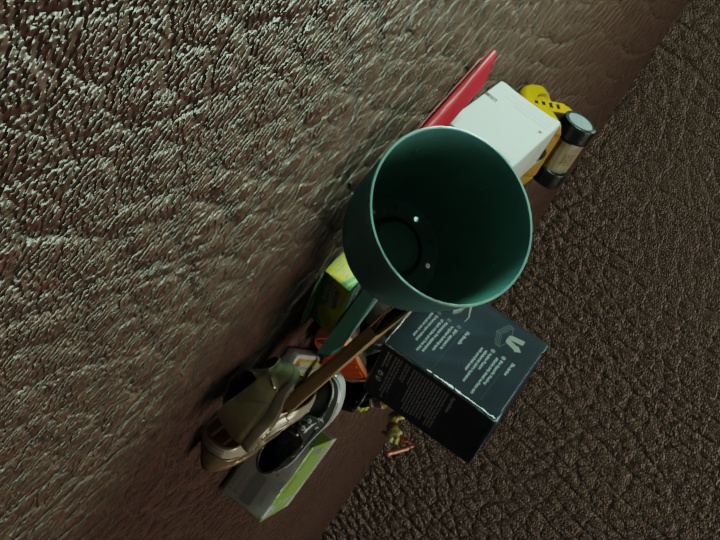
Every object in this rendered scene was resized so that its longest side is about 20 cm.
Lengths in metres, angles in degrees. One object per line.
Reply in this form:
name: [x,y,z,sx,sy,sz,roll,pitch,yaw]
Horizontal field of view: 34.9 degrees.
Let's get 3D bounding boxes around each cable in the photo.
cable: [0.005,0.164,1.830,0.162,0.051,0.199,-30,-164,-27]

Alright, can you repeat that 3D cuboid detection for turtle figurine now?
turtle figurine: [0.064,0.210,1.813,0.200,0.161,0.065,-42,121,-30]

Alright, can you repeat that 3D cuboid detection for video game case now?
video game case: [-0.127,0.191,1.652,0.183,0.023,0.200,-54,169,1]

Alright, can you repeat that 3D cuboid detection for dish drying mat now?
dish drying mat: [0.102,-0.193,1.427,0.200,0.018,0.077,-50,170,-24]

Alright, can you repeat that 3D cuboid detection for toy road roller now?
toy road roller: [0.256,-0.223,1.807,0.199,0.147,0.123,4,133,-32]

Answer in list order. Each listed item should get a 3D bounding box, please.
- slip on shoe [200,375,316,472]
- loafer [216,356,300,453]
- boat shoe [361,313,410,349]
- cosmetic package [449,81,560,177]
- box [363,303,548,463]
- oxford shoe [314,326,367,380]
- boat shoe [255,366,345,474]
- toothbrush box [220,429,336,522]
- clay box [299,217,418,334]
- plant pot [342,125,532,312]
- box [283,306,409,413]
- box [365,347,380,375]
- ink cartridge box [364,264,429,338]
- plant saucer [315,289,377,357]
slip on shoe: [-0.134,0.198,1.490,0.200,0.076,0.061,-36,155,-50]
loafer: [-0.126,0.148,1.401,0.076,0.068,0.200,-47,-172,15]
boat shoe: [0.061,0.033,1.853,0.201,0.072,0.066,-54,148,3]
cosmetic package: [0.184,-0.176,1.586,0.200,0.113,0.081,-43,166,-54]
box: [0.144,0.145,1.721,0.197,0.199,0.118,-44,164,-45]
oxford shoe: [-0.019,0.107,1.682,0.200,0.071,0.073,79,25,-65]
boat shoe: [-0.089,0.227,1.687,0.201,0.068,0.057,-56,168,24]
toothbrush box: [-0.129,0.313,1.858,0.146,0.086,0.200,-54,169,3]
clay box: [0.000,0.000,1.517,0.200,0.047,0.115,-47,168,-33]
plant pot: [0.069,-0.044,1.306,0.201,0.201,0.161,-48,-170,-25]
box: [-0.001,0.091,1.433,0.200,0.021,0.163,-42,177,40]
box: [0.098,0.127,1.939,0.177,0.200,0.097,-54,169,10]
ink cartridge box: [0.078,-0.018,1.698,0.200,0.083,0.147,-49,170,-25]
plant saucer: [0.013,0.033,1.503,0.201,0.019,0.070,-54,171,15]
